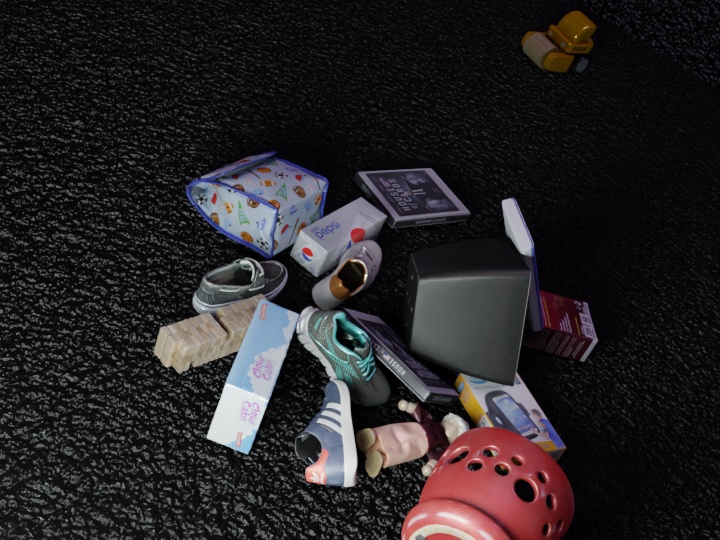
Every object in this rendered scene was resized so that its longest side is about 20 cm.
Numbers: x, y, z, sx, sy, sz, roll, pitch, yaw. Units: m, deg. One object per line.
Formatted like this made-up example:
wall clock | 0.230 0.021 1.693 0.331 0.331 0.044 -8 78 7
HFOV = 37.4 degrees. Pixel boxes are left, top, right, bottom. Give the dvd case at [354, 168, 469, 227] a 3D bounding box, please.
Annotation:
dvd case | 0.105 -0.149 2.142 0.199 0.025 0.151 -7 47 -38

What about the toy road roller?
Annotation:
toy road roller | 0.560 -0.639 2.939 0.199 0.146 0.123 -8 47 -38

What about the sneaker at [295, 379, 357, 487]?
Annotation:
sneaker | -0.055 0.232 1.548 0.084 0.075 0.200 -2 32 -6

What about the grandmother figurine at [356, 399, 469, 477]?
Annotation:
grandmother figurine | 0.088 0.254 1.619 0.199 0.060 0.122 -3 72 -38

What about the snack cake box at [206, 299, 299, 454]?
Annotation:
snack cake box | -0.154 0.150 1.546 0.067 0.115 0.200 22 36 -4

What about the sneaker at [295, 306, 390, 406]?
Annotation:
sneaker | -0.012 0.134 1.623 0.200 0.091 0.078 48 55 -23

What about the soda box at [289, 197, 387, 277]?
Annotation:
soda box | -0.037 -0.063 1.928 0.068 0.064 0.200 38 38 16

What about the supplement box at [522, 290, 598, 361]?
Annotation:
supplement box | 0.329 0.090 1.962 0.199 0.061 0.109 14 38 -14

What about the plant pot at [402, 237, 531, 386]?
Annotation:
plant pot | 0.167 0.058 1.772 0.176 0.201 0.200 5 18 -4

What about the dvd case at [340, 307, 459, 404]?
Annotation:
dvd case | 0.062 0.139 1.712 0.200 0.025 0.150 42 9 22

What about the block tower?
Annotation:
block tower | -0.217 0.096 1.628 0.199 0.058 0.054 -20 55 -43

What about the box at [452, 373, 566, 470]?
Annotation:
box | 0.238 0.232 1.749 0.118 0.042 0.200 -2 46 -33

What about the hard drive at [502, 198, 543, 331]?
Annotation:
hard drive | 0.283 -0.009 1.851 0.025 0.201 0.132 -14 43 1

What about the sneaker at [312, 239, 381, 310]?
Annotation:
sneaker | 0.000 0.000 1.842 0.073 0.085 0.200 52 40 -9

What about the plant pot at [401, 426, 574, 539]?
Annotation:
plant pot | 0.166 0.340 1.435 0.200 0.201 0.182 35 39 13

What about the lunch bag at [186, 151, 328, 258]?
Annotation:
lunch bag | -0.184 -0.133 1.884 0.199 0.124 0.170 26 33 24

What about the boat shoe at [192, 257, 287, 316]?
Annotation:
boat shoe | -0.185 0.017 1.731 0.072 0.071 0.200 40 37 19
